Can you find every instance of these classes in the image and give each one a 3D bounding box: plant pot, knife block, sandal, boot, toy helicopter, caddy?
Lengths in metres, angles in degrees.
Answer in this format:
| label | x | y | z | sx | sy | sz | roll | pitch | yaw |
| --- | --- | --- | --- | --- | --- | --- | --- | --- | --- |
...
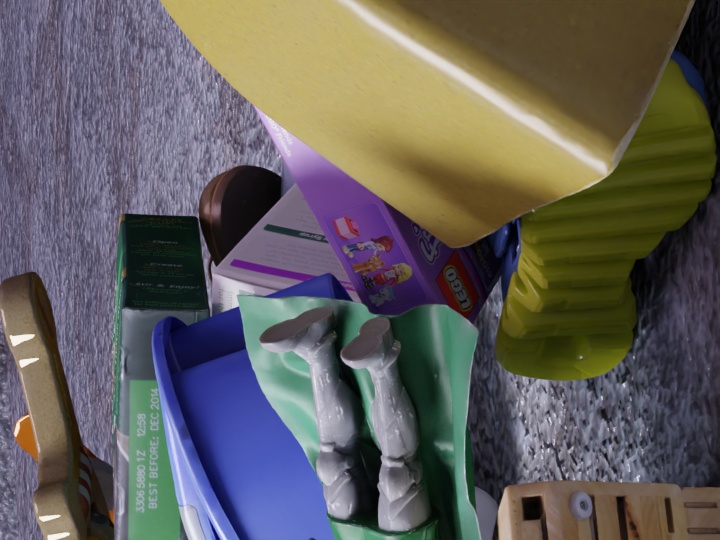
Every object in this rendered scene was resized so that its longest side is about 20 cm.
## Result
| label | x | y | z | sx | sy | sz | roll | pitch | yaw |
| --- | --- | --- | --- | --- | --- | --- | --- | --- | --- |
| plant pot | 0.020 | -0.151 | 1.029 | 0.195 | 0.199 | 0.195 | -64 | 10 | -14 |
| knife block | 0.076 | 0.129 | 1.047 | 0.175 | 0.199 | 0.065 | -19 | 73 | 43 |
| sandal | 0.094 | -0.036 | 1.138 | 0.200 | 0.079 | 0.088 | 113 | 155 | -54 |
| boot | -0.059 | 0.001 | 1.457 | 0.074 | 0.075 | 0.200 | -66 | -26 | -18 |
| toy helicopter | -0.151 | 0.098 | 1.392 | 0.132 | 0.078 | 0.202 | -52 | -51 | -81 |
| caddy | -0.023 | 0.101 | 1.137 | 0.201 | 0.104 | 0.141 | 63 | -174 | -16 |

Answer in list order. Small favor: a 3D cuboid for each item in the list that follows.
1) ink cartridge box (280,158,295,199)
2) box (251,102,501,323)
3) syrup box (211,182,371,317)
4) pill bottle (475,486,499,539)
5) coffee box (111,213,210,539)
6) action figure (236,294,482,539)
| label | x | y | z | sx | sy | sz | roll | pitch | yaw |
| --- | --- | --- | --- | --- | --- | --- | --- | --- | --- |
| ink cartridge box | -0.001 | -0.048 | 1.430 | 0.119 | 0.042 | 0.202 | -29 | -56 | -59 |
| box | 0.008 | -0.080 | 1.187 | 0.201 | 0.039 | 0.137 | 61 | -146 | -20 |
| syrup box | 0.000 | 0.000 | 1.285 | 0.200 | 0.081 | 0.079 | -49 | -34 | -56 |
| pill bottle | 0.022 | 0.179 | 1.356 | 0.111 | 0.110 | 0.202 | 155 | 112 | -73 |
| coffee box | -0.099 | 0.051 | 1.296 | 0.200 | 0.044 | 0.124 | -109 | 21 | -74 |
| action figure | 0.013 | 0.109 | 1.026 | 0.118 | 0.055 | 0.201 | 10 | 124 | 43 |
